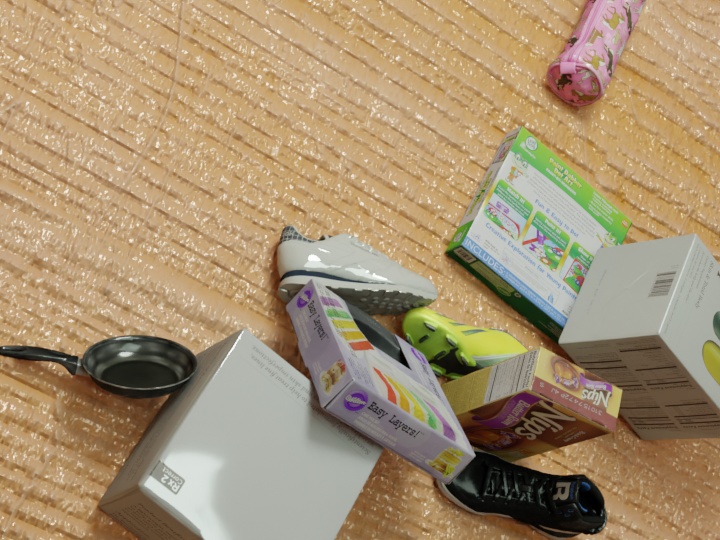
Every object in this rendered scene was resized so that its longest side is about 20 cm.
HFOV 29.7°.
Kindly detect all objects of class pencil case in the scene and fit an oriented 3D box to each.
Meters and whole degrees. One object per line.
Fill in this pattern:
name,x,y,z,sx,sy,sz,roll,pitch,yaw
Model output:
pencil case,0.314,-0.310,1.794,0.086,0.083,0.201,36,61,-16

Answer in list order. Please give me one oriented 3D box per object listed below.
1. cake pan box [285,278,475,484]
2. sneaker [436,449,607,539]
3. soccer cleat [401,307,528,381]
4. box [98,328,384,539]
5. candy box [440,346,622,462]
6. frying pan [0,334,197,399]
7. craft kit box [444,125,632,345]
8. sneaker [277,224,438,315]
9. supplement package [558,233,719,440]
cake pan box,0.017,0.114,1.426,0.184,0.052,0.200,37,15,-30
sneaker,0.192,0.244,1.532,0.199,0.112,0.074,23,63,-22
soccer cleat,0.132,0.091,1.583,0.199,0.065,0.084,30,43,-18
box,-0.116,0.204,1.354,0.199,0.130,0.201,40,59,-14
candy box,0.181,0.152,1.501,0.116,0.200,0.057,28,63,-20
frying pan,-0.252,0.100,1.335,0.188,0.115,0.031,-7,117,-29
craft kit box,0.224,-0.042,1.682,0.200,0.048,0.198,39,62,-15
sneaker,0.000,0.000,1.524,0.198,0.076,0.081,11,60,-28
supplement package,0.372,0.084,1.636,0.200,0.150,0.152,46,56,-28
